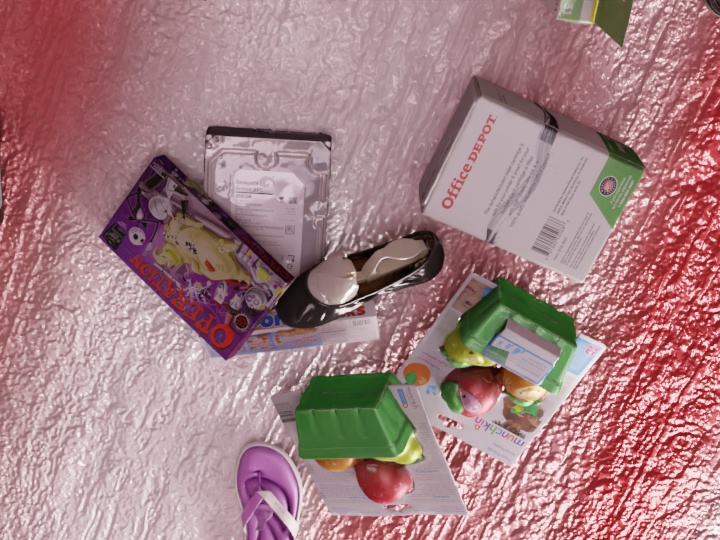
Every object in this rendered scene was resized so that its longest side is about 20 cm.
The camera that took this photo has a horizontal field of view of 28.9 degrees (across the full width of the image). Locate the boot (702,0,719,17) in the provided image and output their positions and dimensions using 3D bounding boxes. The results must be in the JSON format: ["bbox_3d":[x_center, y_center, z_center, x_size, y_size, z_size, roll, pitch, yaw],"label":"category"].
[{"bbox_3d":[0.425,-0.322,1.368,0.073,0.151,0.200,39,107,-15],"label":"boot"}]

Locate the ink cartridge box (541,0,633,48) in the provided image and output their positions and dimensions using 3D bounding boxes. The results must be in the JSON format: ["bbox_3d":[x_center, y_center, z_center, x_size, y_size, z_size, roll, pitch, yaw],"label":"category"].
[{"bbox_3d":[0.223,-0.309,1.343,0.047,0.200,0.147,6,113,-6],"label":"ink cartridge box"}]

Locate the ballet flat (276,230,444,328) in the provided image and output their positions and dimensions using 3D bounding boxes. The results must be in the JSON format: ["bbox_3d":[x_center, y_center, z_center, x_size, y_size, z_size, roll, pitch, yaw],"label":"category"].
[{"bbox_3d":[0.000,0.000,1.512,0.199,0.068,0.069,-22,155,-17],"label":"ballet flat"}]

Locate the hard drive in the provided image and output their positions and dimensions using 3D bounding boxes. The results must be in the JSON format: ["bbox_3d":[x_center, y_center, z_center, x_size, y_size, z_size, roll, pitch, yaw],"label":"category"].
[{"bbox_3d":[-0.104,-0.054,1.532,0.138,0.038,0.202,4,111,-3],"label":"hard drive"}]

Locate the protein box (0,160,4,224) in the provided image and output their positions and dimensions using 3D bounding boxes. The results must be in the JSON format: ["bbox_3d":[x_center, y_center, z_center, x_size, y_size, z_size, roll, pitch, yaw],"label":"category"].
[{"bbox_3d":[-0.484,-0.084,1.424,0.197,0.200,0.136,3,113,-2],"label":"protein box"}]

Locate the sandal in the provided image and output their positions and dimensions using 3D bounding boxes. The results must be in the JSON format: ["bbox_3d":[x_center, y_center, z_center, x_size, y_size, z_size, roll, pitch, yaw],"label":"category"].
[{"bbox_3d":[-0.109,0.301,1.670,0.082,0.050,0.204,-2,112,0],"label":"sandal"}]

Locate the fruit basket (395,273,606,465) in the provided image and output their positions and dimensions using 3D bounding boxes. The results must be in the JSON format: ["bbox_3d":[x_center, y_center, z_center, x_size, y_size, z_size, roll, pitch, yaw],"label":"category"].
[{"bbox_3d":[0.149,0.118,1.578,0.184,0.094,0.201,29,112,-12],"label":"fruit basket"}]

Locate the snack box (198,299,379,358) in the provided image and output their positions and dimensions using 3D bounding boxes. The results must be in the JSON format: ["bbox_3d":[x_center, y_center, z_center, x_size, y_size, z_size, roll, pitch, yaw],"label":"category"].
[{"bbox_3d":[-0.079,0.067,1.566,0.198,0.025,0.072,-7,157,2],"label":"snack box"}]

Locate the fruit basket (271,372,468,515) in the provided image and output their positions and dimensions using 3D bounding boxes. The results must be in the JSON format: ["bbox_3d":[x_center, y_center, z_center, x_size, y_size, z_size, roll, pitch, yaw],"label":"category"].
[{"bbox_3d":[0.014,0.206,1.600,0.184,0.094,0.201,-6,131,28],"label":"fruit basket"}]

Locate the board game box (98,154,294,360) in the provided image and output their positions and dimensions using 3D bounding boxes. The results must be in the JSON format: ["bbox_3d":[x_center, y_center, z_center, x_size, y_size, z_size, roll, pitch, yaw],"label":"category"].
[{"bbox_3d":[-0.179,-0.014,1.507,0.200,0.032,0.120,42,117,8],"label":"board game box"}]

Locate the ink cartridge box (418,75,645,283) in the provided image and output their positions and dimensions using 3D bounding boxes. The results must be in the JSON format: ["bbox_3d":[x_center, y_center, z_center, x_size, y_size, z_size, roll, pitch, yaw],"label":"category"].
[{"bbox_3d":[0.178,-0.098,1.492,0.199,0.083,0.147,24,110,-11],"label":"ink cartridge box"}]
